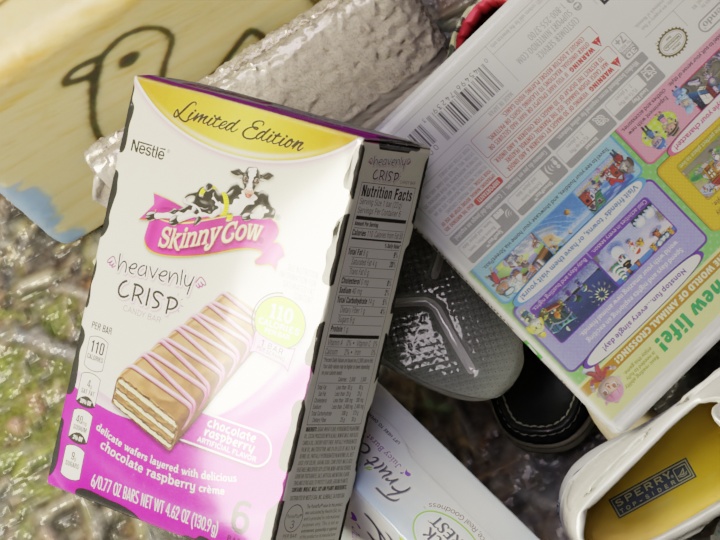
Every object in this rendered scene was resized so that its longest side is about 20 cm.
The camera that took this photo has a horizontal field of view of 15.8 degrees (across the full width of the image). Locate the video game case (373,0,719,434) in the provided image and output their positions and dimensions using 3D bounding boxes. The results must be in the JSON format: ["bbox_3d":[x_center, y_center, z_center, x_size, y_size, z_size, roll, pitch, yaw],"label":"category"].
[{"bbox_3d":[0.128,-0.057,1.209,0.200,0.022,0.182,-44,89,-4],"label":"video game case"}]

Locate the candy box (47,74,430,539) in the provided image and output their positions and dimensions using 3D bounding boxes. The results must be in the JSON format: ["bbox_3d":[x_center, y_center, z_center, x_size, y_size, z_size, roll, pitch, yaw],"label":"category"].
[{"bbox_3d":[-0.058,0.022,1.193,0.136,0.061,0.201,16,96,33],"label":"candy box"}]

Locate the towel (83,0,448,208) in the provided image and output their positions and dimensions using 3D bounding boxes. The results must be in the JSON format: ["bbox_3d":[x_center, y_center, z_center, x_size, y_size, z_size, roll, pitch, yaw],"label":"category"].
[{"bbox_3d":[-0.034,-0.061,1.356,0.200,0.133,0.034,-33,34,4],"label":"towel"}]

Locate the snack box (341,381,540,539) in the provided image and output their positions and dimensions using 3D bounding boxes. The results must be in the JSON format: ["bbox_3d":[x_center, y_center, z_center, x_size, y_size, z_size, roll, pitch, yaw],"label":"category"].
[{"bbox_3d":[0.008,0.118,1.262,0.053,0.142,0.200,-37,62,-19],"label":"snack box"}]

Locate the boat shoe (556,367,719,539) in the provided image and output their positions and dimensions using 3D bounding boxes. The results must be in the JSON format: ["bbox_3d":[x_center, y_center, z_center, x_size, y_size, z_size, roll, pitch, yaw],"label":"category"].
[{"bbox_3d":[0.179,0.071,1.184,0.202,0.086,0.075,-31,95,5],"label":"boat shoe"}]

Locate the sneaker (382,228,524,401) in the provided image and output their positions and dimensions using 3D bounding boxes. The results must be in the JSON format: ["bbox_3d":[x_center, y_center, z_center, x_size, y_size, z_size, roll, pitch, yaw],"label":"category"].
[{"bbox_3d":[0.000,0.000,1.290,0.200,0.080,0.070,35,79,17],"label":"sneaker"}]

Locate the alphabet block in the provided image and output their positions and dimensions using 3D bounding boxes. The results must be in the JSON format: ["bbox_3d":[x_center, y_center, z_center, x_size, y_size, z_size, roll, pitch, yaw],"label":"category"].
[{"bbox_3d":[-0.149,-0.167,1.391,0.200,0.195,0.197,-32,65,5],"label":"alphabet block"}]

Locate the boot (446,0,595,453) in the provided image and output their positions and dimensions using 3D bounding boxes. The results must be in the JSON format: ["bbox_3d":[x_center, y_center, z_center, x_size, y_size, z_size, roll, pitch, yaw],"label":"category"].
[{"bbox_3d":[0.080,-0.024,1.289,0.073,0.154,0.204,-1,69,18],"label":"boot"}]

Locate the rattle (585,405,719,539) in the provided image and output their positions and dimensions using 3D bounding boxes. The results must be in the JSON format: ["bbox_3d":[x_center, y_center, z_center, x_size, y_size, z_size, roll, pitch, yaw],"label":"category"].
[{"bbox_3d":[0.178,0.067,1.293,0.130,0.143,0.200,-31,101,-9],"label":"rattle"}]
